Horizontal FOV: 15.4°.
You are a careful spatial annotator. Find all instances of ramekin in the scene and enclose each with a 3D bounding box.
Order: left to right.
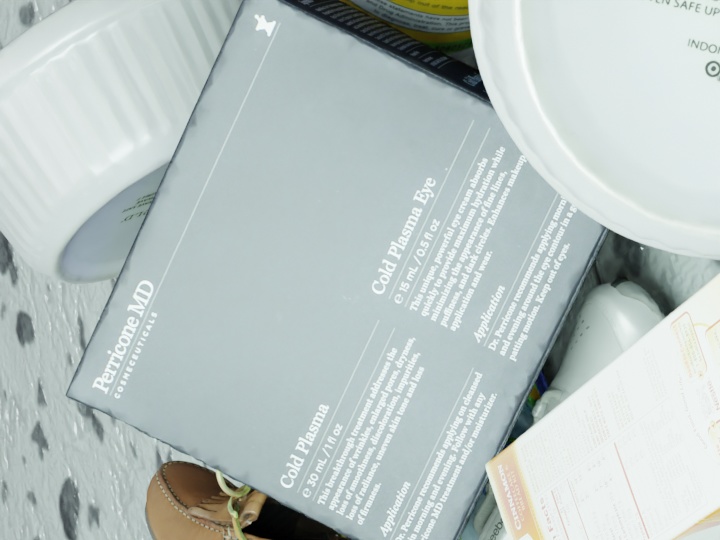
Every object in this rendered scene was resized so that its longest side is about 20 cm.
[{"bbox_3d":[-0.119,-0.075,1.444,0.095,0.201,0.203,59,148,14],"label":"ramekin"},{"bbox_3d":[0.133,-0.095,0.926,0.094,0.201,0.204,-58,-34,-76],"label":"ramekin"}]

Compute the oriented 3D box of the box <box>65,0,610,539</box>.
[{"bbox_3d":[0.000,0.000,1.165,0.201,0.181,0.104,-64,-3,10],"label":"box"}]

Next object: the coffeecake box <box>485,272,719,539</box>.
[{"bbox_3d":[0.160,0.059,0.988,0.200,0.153,0.074,-47,57,58],"label":"coffeecake box"}]

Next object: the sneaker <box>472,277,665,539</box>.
[{"bbox_3d":[0.098,0.098,1.196,0.075,0.087,0.201,44,134,51],"label":"sneaker"}]

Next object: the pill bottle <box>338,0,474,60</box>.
[{"bbox_3d":[0.046,-0.193,1.181,0.112,0.110,0.200,66,149,26],"label":"pill bottle"}]

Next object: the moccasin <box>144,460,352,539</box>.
[{"bbox_3d":[-0.036,0.124,1.228,0.201,0.073,0.078,28,110,58],"label":"moccasin"}]

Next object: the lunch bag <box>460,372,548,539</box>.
[{"bbox_3d":[0.021,0.112,1.322,0.170,0.127,0.202,6,91,60],"label":"lunch bag"}]
